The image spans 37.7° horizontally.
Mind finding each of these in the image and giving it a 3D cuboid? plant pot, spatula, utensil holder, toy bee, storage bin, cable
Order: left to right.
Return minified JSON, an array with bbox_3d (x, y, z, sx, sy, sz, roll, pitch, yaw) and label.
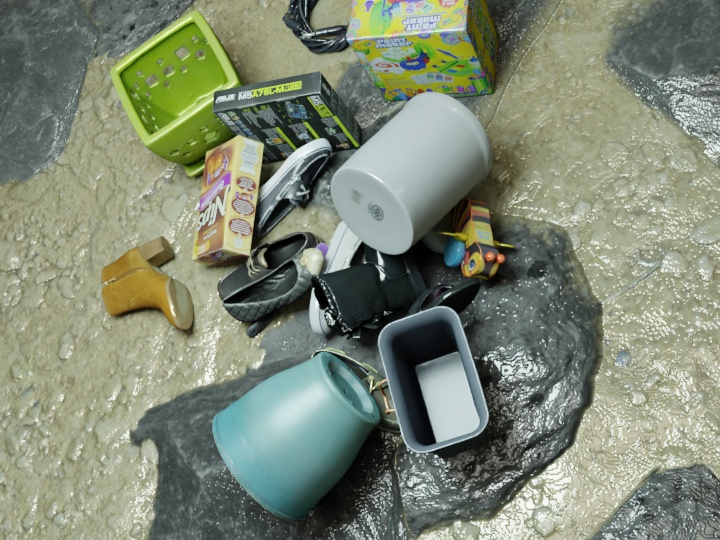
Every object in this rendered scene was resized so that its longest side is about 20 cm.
[{"bbox_3d":[-0.292,-0.299,1.867,0.199,0.182,0.200,-33,60,6],"label":"plant pot"},{"bbox_3d":[-0.115,0.040,1.740,0.200,0.057,0.021,-43,26,8],"label":"spatula"},{"bbox_3d":[-0.080,0.226,1.537,0.188,0.200,0.200,-42,60,11],"label":"plant pot"},{"bbox_3d":[-0.041,-0.492,1.925,0.200,0.051,0.163,-45,60,-2],"label":"cable"},{"bbox_3d":[0.077,-0.144,1.589,0.169,0.171,0.200,26,55,28],"label":"utensil holder"},{"bbox_3d":[0.109,0.180,1.534,0.145,0.134,0.201,-20,62,8],"label":"storage bin"},{"bbox_3d":[0.186,-0.027,1.610,0.130,0.109,0.201,-12,79,-31],"label":"toy bee"}]

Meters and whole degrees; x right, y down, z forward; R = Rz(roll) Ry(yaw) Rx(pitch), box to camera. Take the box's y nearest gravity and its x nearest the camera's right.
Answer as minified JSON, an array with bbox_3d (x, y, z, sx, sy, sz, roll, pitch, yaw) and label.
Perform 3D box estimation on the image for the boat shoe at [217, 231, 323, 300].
[{"bbox_3d":[-0.158,-0.014,1.757,0.199,0.073,0.075,-30,60,7],"label":"boat shoe"}]

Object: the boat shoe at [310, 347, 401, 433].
[{"bbox_3d":[0.004,0.183,1.618,0.201,0.060,0.072,30,82,29],"label":"boat shoe"}]

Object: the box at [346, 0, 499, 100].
[{"bbox_3d":[0.108,-0.385,1.740,0.199,0.193,0.123,0,68,21],"label":"box"}]

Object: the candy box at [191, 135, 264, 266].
[{"bbox_3d":[-0.225,-0.116,1.785,0.116,0.056,0.201,-16,65,52],"label":"candy box"}]

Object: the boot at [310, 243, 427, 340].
[{"bbox_3d":[0.000,0.000,1.640,0.162,0.073,0.199,-21,79,-21],"label":"boot"}]

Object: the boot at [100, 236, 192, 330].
[{"bbox_3d":[-0.375,0.049,1.827,0.144,0.071,0.202,-31,57,14],"label":"boot"}]

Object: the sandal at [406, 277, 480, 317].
[{"bbox_3d":[0.098,0.065,1.585,0.200,0.075,0.048,-44,63,31],"label":"sandal"}]

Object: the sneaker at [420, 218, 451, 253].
[{"bbox_3d":[0.071,-0.088,1.713,0.200,0.074,0.082,52,122,25],"label":"sneaker"}]

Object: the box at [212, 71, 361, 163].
[{"bbox_3d":[-0.119,-0.252,1.769,0.192,0.200,0.048,-10,67,18],"label":"box"}]

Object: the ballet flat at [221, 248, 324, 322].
[{"bbox_3d":[-0.138,0.025,1.695,0.200,0.057,0.067,-34,51,24],"label":"ballet flat"}]

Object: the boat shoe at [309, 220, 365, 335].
[{"bbox_3d":[-0.025,0.011,1.695,0.065,0.074,0.201,7,72,28],"label":"boat shoe"}]

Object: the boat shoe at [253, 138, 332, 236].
[{"bbox_3d":[-0.116,-0.138,1.794,0.200,0.072,0.068,-41,66,8],"label":"boat shoe"}]
